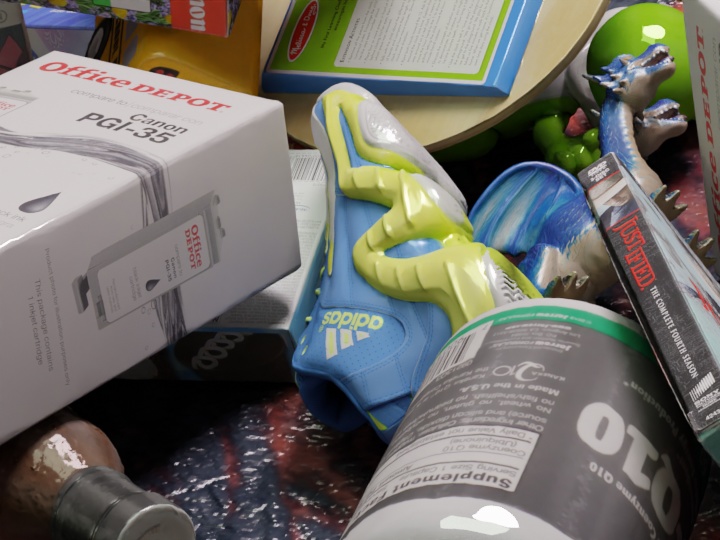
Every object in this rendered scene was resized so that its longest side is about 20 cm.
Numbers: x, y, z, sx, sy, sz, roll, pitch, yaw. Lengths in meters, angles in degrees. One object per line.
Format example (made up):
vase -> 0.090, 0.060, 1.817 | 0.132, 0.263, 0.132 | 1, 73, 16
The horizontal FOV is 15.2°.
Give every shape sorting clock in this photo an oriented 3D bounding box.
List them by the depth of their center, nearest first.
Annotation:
shape sorting clock -> 0.034, -0.136, 1.279 | 0.199, 0.039, 0.201 | -13, 55, 19

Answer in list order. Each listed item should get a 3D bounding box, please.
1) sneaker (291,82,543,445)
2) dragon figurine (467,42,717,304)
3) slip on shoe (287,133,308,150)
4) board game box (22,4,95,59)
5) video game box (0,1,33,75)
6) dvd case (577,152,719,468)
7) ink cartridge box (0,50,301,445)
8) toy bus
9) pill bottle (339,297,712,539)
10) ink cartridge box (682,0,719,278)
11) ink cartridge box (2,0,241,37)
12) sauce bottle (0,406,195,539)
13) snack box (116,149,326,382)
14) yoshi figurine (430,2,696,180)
sneaker -> 0.000, 0.000, 1.124 | 0.105, 0.076, 0.200 | -42, 35, 5
dragon figurine -> 0.084, -0.008, 1.166 | 0.200, 0.059, 0.099 | -46, 36, -4
slip on shoe -> -0.040, -0.079, 1.355 | 0.074, 0.062, 0.200 | -8, 26, 8
board game box -> -0.097, -0.153, 1.494 | 0.199, 0.041, 0.199 | -28, 21, -31
video game box -> -0.259, -0.095, 1.328 | 0.199, 0.183, 0.047 | -13, 23, -6
dvd case -> 0.143, 0.052, 0.967 | 0.022, 0.146, 0.200 | -37, 25, 10
ink cartridge box -> -0.143, -0.014, 1.114 | 0.146, 0.083, 0.200 | 15, 32, 37
toy bus -> -0.088, -0.141, 1.317 | 0.065, 0.078, 0.201 | 21, 44, -21
pill bottle -> 0.050, 0.104, 0.925 | 0.112, 0.114, 0.200 | 0, 30, 19
ink cartridge box -> 0.206, -0.029, 1.087 | 0.083, 0.146, 0.200 | -15, 28, -8
ink cartridge box -> -0.081, -0.164, 1.245 | 0.199, 0.051, 0.109 | 10, 48, 7
sauce bottle -> -0.139, 0.078, 1.089 | 0.065, 0.065, 0.199 | -28, 31, -30
snack box -> -0.106, -0.004, 1.233 | 0.199, 0.037, 0.117 | 1, 45, 19
yoshi figurine -> 0.089, -0.096, 1.304 | 0.198, 0.113, 0.112 | -3, 36, 8
